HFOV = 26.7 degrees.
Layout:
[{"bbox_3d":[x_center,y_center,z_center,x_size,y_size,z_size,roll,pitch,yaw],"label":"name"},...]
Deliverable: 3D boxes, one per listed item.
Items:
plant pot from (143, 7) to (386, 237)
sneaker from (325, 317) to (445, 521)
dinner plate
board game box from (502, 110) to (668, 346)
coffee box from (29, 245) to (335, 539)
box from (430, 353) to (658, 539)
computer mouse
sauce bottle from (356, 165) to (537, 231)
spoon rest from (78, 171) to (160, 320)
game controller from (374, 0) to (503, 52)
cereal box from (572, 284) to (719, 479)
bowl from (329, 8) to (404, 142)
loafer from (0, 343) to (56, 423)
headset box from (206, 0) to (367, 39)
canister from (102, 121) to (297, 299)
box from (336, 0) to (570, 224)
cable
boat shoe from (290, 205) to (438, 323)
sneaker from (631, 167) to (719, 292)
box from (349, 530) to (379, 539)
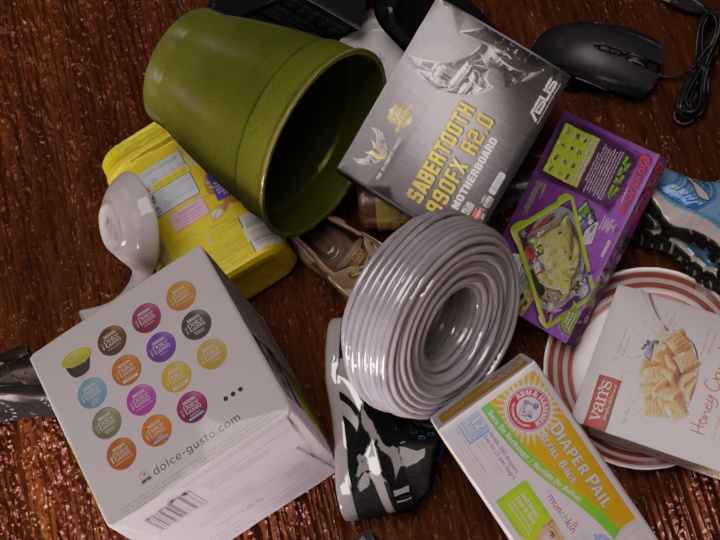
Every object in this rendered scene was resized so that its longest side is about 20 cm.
[{"bbox_3d":[-0.108,-0.167,1.518,0.192,0.201,0.201,30,80,23],"label":"plant pot"},{"bbox_3d":[0.028,0.141,1.497,0.110,0.073,0.203,-8,76,8],"label":"sneaker"},{"bbox_3d":[0.276,0.095,1.468,0.198,0.024,0.203,-6,68,14],"label":"dinner plate"},{"bbox_3d":[0.205,-0.042,1.487,0.120,0.032,0.202,32,99,39],"label":"board game box"},{"bbox_3d":[-0.165,0.137,1.474,0.198,0.200,0.199,-32,64,1],"label":"coffee box"},{"bbox_3d":[0.164,0.188,1.378,0.112,0.101,0.201,-36,91,0],"label":"box"},{"bbox_3d":[0.281,-0.244,1.581,0.198,0.046,0.142,20,77,21],"label":"computer mouse"},{"bbox_3d":[0.096,-0.078,1.557,0.197,0.066,0.067,-4,69,7],"label":"sauce bottle"},{"bbox_3d":[-0.244,-0.016,1.580,0.060,0.201,0.100,-13,53,-35],"label":"spoon rest"},{"bbox_3d":[0.104,-0.228,1.574,0.200,0.042,0.104,44,63,-4],"label":"game controller"},{"bbox_3d":[0.312,0.110,1.418,0.198,0.040,0.145,17,75,20],"label":"cereal box"},{"bbox_3d":[0.026,-0.204,1.612,0.198,0.090,0.204,-5,68,13],"label":"bowl"},{"bbox_3d":[-0.365,0.117,1.614,0.197,0.073,0.072,1,60,10],"label":"loafer"},{"bbox_3d":[-0.064,-0.333,1.630,0.199,0.092,0.176,-9,62,53],"label":"headset box"},{"bbox_3d":[-0.170,-0.061,1.614,0.148,0.087,0.201,-30,67,2],"label":"canister"},{"bbox_3d":[0.092,-0.143,1.506,0.157,0.048,0.201,31,87,2],"label":"box"},{"bbox_3d":[0.067,0.045,1.417,0.069,0.202,0.199,28,41,36],"label":"cable"},{"bbox_3d":[0.000,0.000,1.555,0.199,0.065,0.072,31,80,23],"label":"boat shoe"},{"bbox_3d":[0.321,-0.059,1.499,0.089,0.079,0.200,-30,56,-27],"label":"sneaker"},{"bbox_3d":[-0.037,0.351,1.410,0.199,0.106,0.123,-32,65,2],"label":"box"}]
